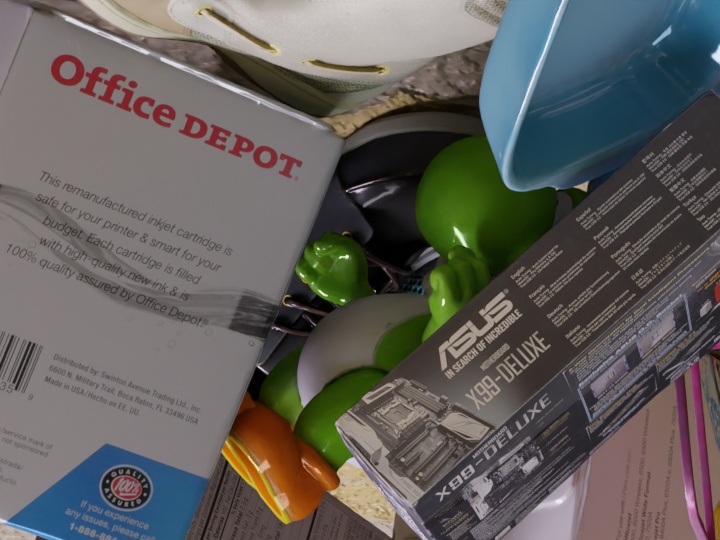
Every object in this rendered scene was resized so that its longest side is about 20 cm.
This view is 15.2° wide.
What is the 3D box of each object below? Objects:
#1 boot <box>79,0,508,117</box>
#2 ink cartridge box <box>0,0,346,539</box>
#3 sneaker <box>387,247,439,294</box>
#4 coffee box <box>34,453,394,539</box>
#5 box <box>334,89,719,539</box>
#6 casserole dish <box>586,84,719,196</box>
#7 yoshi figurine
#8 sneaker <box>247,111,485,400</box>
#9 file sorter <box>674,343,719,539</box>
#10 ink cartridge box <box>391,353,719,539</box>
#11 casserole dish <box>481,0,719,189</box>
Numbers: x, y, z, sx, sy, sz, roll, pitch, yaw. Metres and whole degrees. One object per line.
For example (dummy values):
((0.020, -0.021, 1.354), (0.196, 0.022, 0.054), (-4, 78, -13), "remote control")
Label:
((-0.017, -0.130, 1.047), (0.154, 0.072, 0.200), (-15, 150, 40), "boot")
((-0.115, 0.005, 1.118), (0.145, 0.201, 0.084), (22, -178, -20), "ink cartridge box")
((0.025, 0.038, 1.328), (0.199, 0.092, 0.078), (-12, 148, 36), "sneaker")
((-0.052, 0.157, 1.333), (0.200, 0.080, 0.114), (38, 144, -29), "coffee box")
((0.088, 0.031, 1.101), (0.050, 0.200, 0.158), (47, 177, 18), "box")
((0.172, -0.064, 1.158), (0.121, 0.039, 0.200), (12, 154, -8), "casserole dish")
((0.017, 0.011, 1.164), (0.200, 0.113, 0.112), (-36, 161, -10), "yoshi figurine")
((0.000, 0.000, 1.259), (0.200, 0.107, 0.075), (-19, 143, 42), "sneaker")
((0.241, 0.056, 1.221), (0.199, 0.126, 0.139), (-7, 163, 10), "file sorter")
((0.139, 0.128, 1.429), (0.200, 0.145, 0.147), (27, 149, -34), "ink cartridge box")
((0.103, -0.109, 0.996), (0.121, 0.039, 0.200), (-24, 151, -29), "casserole dish")
